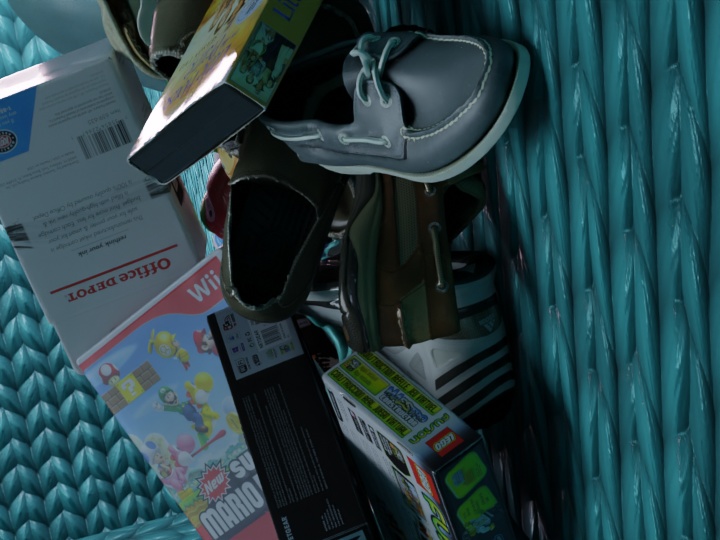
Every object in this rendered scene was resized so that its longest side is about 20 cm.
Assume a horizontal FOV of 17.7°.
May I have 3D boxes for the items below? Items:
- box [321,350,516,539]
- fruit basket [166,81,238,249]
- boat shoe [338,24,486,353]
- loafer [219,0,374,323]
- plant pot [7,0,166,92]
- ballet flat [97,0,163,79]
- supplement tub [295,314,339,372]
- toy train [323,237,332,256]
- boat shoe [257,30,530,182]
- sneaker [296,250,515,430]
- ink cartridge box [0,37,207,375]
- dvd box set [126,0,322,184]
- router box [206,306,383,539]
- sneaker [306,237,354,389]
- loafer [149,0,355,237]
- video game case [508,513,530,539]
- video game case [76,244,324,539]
[{"bbox_3d":[0.046,0.144,1.295,0.110,0.035,0.200,38,156,45],"label":"box"},{"bbox_3d":[-0.082,-0.075,1.556,0.185,0.093,0.201,-128,42,-60],"label":"fruit basket"},{"bbox_3d":[0.034,-0.043,1.277,0.076,0.074,0.201,73,-160,-60],"label":"boat shoe"},{"bbox_3d":[-0.035,-0.062,1.308,0.070,0.075,0.201,-80,1,-80],"label":"loafer"},{"bbox_3d":[-0.164,-0.232,1.678,0.201,0.160,0.201,12,-90,-71],"label":"plant pot"},{"bbox_3d":[-0.146,-0.206,1.451,0.062,0.067,0.200,54,168,47],"label":"ballet flat"},{"bbox_3d":[-0.025,0.100,1.631,0.200,0.122,0.123,-127,24,-51],"label":"supplement tub"},{"bbox_3d":[-0.040,-0.054,1.709,0.200,0.086,0.115,-124,13,-60],"label":"toy train"},{"bbox_3d":[0.011,-0.088,1.180,0.200,0.062,0.073,-4,65,59],"label":"boat shoe"},{"bbox_3d":[0.020,0.049,1.372,0.200,0.076,0.116,5,113,58],"label":"sneaker"},{"bbox_3d":[-0.179,-0.043,1.564,0.067,0.116,0.200,-95,-16,-70],"label":"ink cartridge box"},{"bbox_3d":[-0.051,-0.151,1.266,0.146,0.029,0.200,-29,32,61],"label":"dvd box set"},{"bbox_3d":[-0.025,0.133,1.366,0.200,0.052,0.157,-112,1,-46],"label":"router box"},{"bbox_3d":[0.000,0.000,1.478,0.078,0.091,0.201,108,151,-73],"label":"sneaker"},{"bbox_3d":[-0.064,-0.086,1.395,0.075,0.070,0.200,-17,124,43],"label":"loafer"},{"bbox_3d":[0.071,0.180,1.386,0.143,0.019,0.200,50,163,17],"label":"video game case"},{"bbox_3d":[-0.081,0.102,1.526,0.200,0.143,0.017,54,-155,2],"label":"video game case"}]
